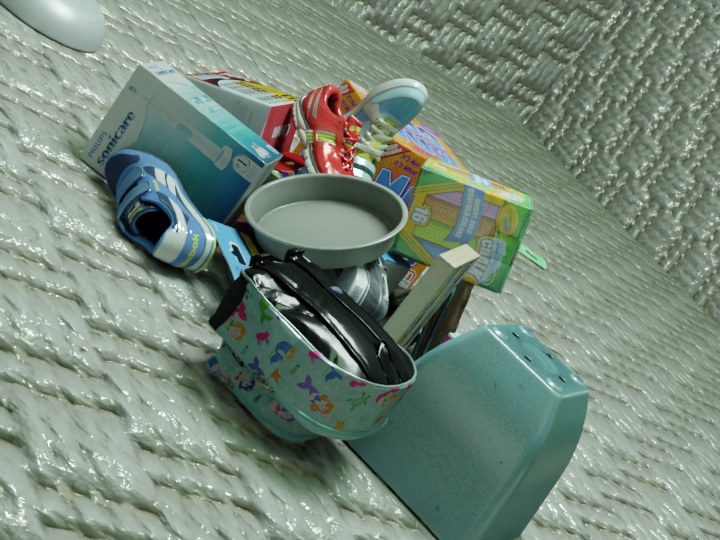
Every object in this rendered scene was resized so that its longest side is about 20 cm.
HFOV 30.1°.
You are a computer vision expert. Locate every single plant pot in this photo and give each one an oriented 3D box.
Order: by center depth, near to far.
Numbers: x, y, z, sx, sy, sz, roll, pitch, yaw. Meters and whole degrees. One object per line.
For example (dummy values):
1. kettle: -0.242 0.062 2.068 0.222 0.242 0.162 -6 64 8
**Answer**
1. plant pot: 0.141 0.169 1.492 0.196 0.200 0.196 44 17 21

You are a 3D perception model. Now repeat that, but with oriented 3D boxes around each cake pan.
1. cake pan: -0.042 -0.060 1.630 0.199 0.037 0.201 2 30 -1

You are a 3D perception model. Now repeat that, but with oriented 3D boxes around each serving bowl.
1. serving bowl: -0.468 -0.418 2.034 0.200 0.066 0.200 35 17 -12

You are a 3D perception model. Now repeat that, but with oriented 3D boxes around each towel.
1. towel: 0.114 0.069 1.804 0.022 0.147 0.200 24 12 13

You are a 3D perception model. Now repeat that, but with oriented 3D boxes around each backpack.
1. backpack: -0.048 0.091 1.389 0.200 0.151 0.177 36 17 20

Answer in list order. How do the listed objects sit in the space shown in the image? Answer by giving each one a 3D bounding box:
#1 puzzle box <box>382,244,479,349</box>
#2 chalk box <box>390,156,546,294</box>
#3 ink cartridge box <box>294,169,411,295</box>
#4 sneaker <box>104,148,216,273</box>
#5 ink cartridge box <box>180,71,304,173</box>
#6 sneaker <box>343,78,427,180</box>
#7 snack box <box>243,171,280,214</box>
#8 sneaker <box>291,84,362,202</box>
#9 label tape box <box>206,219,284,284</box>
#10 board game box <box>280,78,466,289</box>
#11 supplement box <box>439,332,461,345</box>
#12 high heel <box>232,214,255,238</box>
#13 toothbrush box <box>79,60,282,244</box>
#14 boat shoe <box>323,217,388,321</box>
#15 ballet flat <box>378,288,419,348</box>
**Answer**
1. puzzle box: 0.064 0.056 1.632 0.025 0.200 0.133 40 18 10
2. chalk box: 0.156 -0.054 1.759 0.199 0.124 0.124 20 11 2
3. ink cartridge box: -0.039 -0.029 1.794 0.068 0.116 0.200 15 28 -54
4. sneaker: -0.250 -0.079 1.568 0.200 0.074 0.082 45 22 31
5. ink cartridge box: -0.147 -0.205 1.826 0.175 0.084 0.200 20 13 6
6. sneaker: 0.017 -0.170 1.846 0.079 0.200 0.131 29 45 -32
7. snack box: -0.202 -0.144 1.873 0.200 0.053 0.142 30 16 -22
8. sneaker: -0.031 -0.167 1.775 0.077 0.085 0.201 28 36 -56
9. label tape box: -0.101 0.031 1.597 0.199 0.066 0.143 24 20 -34
10. board game box: 0.025 -0.130 2.051 0.199 0.200 0.200 26 19 -35
11. supplement box: 0.167 0.156 1.753 0.103 0.101 0.200 46 18 27
12. high heel: -0.139 -0.074 1.739 0.200 0.096 0.067 39 16 2
13. toothbrush box: -0.223 -0.143 1.663 0.200 0.147 0.085 37 17 2
14. boat shoe: 0.000 0.000 1.655 0.068 0.072 0.200 31 17 -20
15. ballet flat: 0.057 0.064 1.811 0.068 0.068 0.200 60 9 -16
